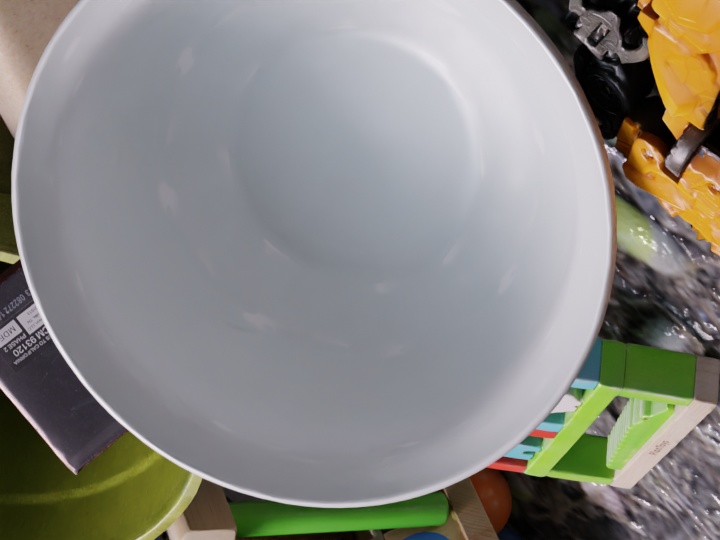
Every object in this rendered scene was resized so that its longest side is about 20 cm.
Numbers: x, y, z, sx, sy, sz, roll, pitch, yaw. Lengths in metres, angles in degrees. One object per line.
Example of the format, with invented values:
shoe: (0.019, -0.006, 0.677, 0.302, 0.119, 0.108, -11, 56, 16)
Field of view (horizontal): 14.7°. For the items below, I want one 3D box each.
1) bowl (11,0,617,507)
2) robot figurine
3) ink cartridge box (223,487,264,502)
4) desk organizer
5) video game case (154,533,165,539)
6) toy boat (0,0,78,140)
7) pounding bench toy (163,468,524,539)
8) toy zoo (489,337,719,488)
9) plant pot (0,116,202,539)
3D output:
bowl: (-0.009, -0.029, 0.934, 0.201, 0.201, 0.090, 48, -160, -5)
robot figurine: (0.130, -0.060, 0.812, 0.145, 0.058, 0.200, 43, 159, 12)
ink cartridge box: (-0.143, 0.102, 1.444, 0.200, 0.147, 0.145, 48, -177, -41)
desk organizer: (-0.053, -0.023, 1.028, 0.072, 0.200, 0.077, 51, 178, -15)
video game case: (-0.083, 0.159, 1.322, 0.143, 0.018, 0.201, -117, 5, -49)
toy boat: (-0.103, -0.138, 1.082, 0.131, 0.130, 0.200, -112, -1, -46)
pounding bench toy: (0.005, 0.142, 1.286, 0.200, 0.155, 0.125, 70, 176, -47)
toy zoo: (0.028, 0.047, 1.104, 0.199, 0.021, 0.131, 9, 160, -7)
plant pot: (-0.154, -0.006, 1.200, 0.199, 0.194, 0.201, 3, 135, 3)
